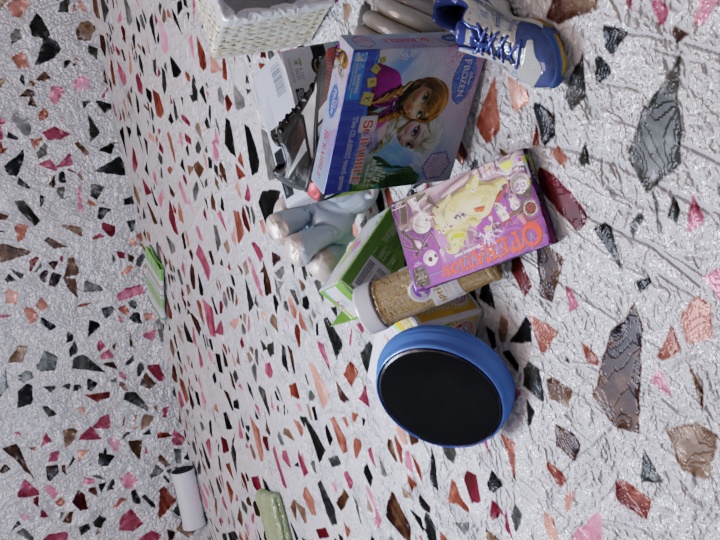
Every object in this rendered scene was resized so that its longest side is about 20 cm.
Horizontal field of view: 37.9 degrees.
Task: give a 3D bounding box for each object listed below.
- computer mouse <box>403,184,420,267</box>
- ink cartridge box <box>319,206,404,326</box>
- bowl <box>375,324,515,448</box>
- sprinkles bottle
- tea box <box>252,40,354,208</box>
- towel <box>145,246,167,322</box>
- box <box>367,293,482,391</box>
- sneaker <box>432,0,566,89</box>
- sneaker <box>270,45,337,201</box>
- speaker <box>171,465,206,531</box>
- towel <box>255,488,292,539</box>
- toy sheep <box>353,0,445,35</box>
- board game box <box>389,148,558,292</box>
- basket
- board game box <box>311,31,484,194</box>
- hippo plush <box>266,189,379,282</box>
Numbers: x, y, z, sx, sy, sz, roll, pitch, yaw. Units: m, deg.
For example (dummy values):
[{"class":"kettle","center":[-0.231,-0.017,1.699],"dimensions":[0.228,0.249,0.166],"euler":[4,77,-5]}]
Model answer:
[{"class":"computer mouse","center":[0.120,-0.087,1.448],"dimensions":[0.200,0.045,0.143],"euler":[142,134,-57]},{"class":"ink cartridge box","center":[0.000,0.000,1.620],"dimensions":[0.075,0.149,0.200],"euler":[39,159,-11]},{"class":"bowl","center":[0.113,0.165,1.442],"dimensions":[0.197,0.040,0.203],"euler":[12,131,14]},{"class":"sprinkles bottle","center":[0.088,0.017,1.392],"dimensions":[0.069,0.198,0.069],"euler":[52,-157,-34]},{"class":"tea box","center":[-0.026,-0.216,1.510],"dimensions":[0.133,0.194,0.204],"euler":[-16,89,66]},{"class":"towel","center":[-0.640,0.042,3.305],"dimensions":[0.149,0.030,0.203],"euler":[48,142,44]},{"class":"box","center":[0.090,0.106,1.529],"dimensions":[0.102,0.111,0.202],"euler":[55,149,39]},{"class":"sneaker","center":[0.154,-0.261,1.207],"dimensions":[0.200,0.087,0.076],"euler":[49,144,44]},{"class":"sneaker","center":[-0.065,-0.196,1.362],"dimensions":[0.071,0.096,0.204],"euler":[-88,11,-74]},{"class":"speaker","center":[-0.567,0.750,3.465],"dimensions":[0.081,0.080,0.204],"euler":[9,111,65]},{"class":"towel","center":[-0.212,0.652,2.640],"dimensions":[0.148,0.036,0.204],"euler":[-13,90,66]},{"class":"toy sheep","center":[0.050,-0.298,1.381],"dimensions":[0.138,0.136,0.203],"euler":[42,119,52]},{"class":"board game box","center":[0.137,-0.060,1.301],"dimensions":[0.198,0.032,0.122],"euler":[-21,86,32]},{"class":"basket","center":[-0.173,-0.469,1.707],"dimensions":[0.161,0.197,0.201],"euler":[134,119,-66]},{"class":"board game box","center":[0.048,-0.198,1.317],"dimensions":[0.041,0.197,0.202],"euler":[52,140,41]},{"class":"hippo plush","center":[-0.034,-0.087,1.661],"dimensions":[0.161,0.198,0.161],"euler":[-51,30,29]}]
